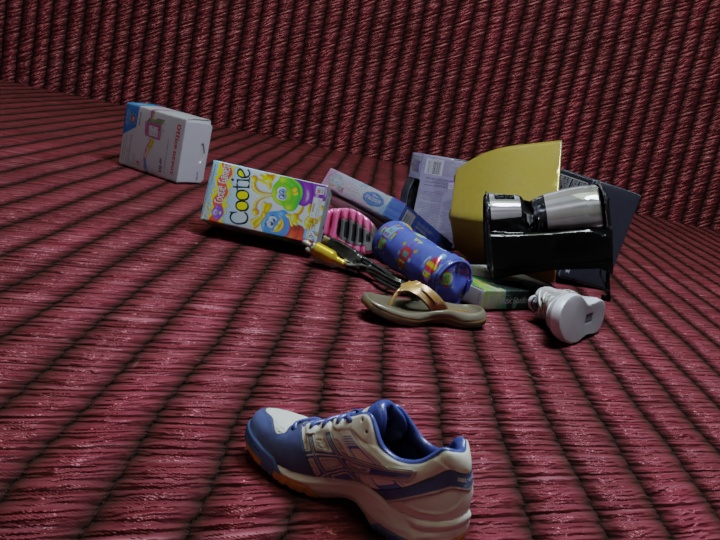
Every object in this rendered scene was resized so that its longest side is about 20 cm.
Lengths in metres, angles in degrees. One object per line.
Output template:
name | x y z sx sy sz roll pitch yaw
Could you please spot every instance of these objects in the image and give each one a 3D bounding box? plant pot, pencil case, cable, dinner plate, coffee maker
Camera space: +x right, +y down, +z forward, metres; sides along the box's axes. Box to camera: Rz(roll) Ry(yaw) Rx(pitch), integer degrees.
plant pot | 0.272 -0.112 1.578 0.198 0.196 0.196 3 -30 13
pencil case | 0.099 -0.013 1.325 0.086 0.079 0.200 15 13 -36
cable | 0.000 0.000 1.351 0.199 0.051 0.097 32 4 26
dinner plate | 0.017 -0.087 1.615 0.199 0.024 0.200 30 -1 0
coffee maker | 0.301 -0.040 1.362 0.198 0.194 0.135 -6 -9 8

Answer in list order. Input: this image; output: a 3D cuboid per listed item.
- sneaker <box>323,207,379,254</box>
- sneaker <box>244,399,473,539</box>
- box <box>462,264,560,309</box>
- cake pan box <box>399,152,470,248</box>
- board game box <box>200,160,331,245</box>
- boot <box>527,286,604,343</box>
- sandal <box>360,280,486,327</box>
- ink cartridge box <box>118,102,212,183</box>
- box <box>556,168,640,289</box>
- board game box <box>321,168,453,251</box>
sneaker | -0.041 -0.079 1.554 0.199 0.080 0.095 19 3 23
sneaker | 0.000 0.131 0.636 0.199 0.089 0.075 17 16 29
box | 0.217 0.025 1.397 0.199 0.037 0.144 -1 18 -41
cake pan box | 0.176 -0.139 1.734 0.198 0.186 0.052 3 11 -30
board game box | -0.159 -0.110 1.443 0.198 0.104 0.105 13 -3 2
boot | 0.292 0.062 1.259 0.095 0.074 0.199 13 3 32
sandal | 0.091 0.042 1.168 0.198 0.054 0.080 6 14 -25
ink cartridge box | -0.443 -0.290 1.901 0.199 0.146 0.084 19 15 29
box | 0.440 -0.091 1.713 0.122 0.202 0.198 14 12 -17
board game box | 0.052 -0.105 1.590 0.198 0.044 0.200 28 -3 37
